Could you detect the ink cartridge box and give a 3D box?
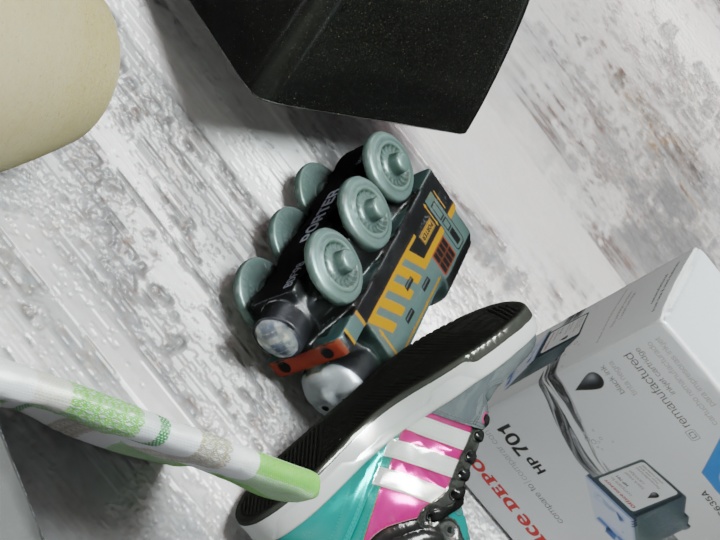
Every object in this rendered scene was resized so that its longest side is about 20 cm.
[{"bbox_3d":[0.165,0.099,0.965,0.147,0.200,0.086,49,40,-8],"label":"ink cartridge box"}]

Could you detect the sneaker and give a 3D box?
[{"bbox_3d":[0.042,0.118,0.873,0.200,0.084,0.121,-38,107,-12],"label":"sneaker"}]

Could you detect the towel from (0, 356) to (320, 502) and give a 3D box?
[{"bbox_3d":[-0.134,0.069,0.729,0.200,0.149,0.031,26,80,-36],"label":"towel"}]

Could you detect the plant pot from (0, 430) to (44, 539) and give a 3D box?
[{"bbox_3d":[-0.216,0.125,0.565,0.200,0.177,0.200,-10,72,-50],"label":"plant pot"}]

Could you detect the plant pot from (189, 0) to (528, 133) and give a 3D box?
[{"bbox_3d":[0.006,-0.226,0.990,0.199,0.178,0.200,3,45,-46],"label":"plant pot"}]

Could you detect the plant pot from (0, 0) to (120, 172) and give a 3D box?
[{"bbox_3d":[-0.212,-0.113,0.756,0.200,0.187,0.188,5,60,-62],"label":"plant pot"}]

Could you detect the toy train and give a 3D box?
[{"bbox_3d":[0.000,0.000,0.961,0.114,0.085,0.200,52,38,-21],"label":"toy train"}]
